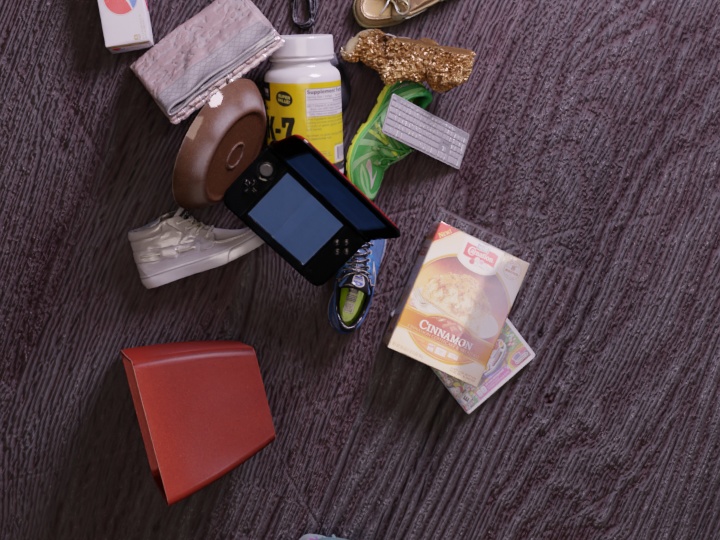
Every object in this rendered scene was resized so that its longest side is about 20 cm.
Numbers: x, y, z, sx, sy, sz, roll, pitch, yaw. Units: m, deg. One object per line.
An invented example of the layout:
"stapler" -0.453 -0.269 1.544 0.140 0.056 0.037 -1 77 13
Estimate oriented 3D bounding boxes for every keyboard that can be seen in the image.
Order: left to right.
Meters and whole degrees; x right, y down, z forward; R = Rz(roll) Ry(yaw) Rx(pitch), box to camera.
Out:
"keyboard" 0.098 -0.202 1.506 0.198 0.011 0.057 17 85 -49

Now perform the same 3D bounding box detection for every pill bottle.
"pill bottle" -0.082 -0.236 1.477 0.112 0.114 0.204 -4 105 -6

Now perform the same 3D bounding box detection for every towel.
"towel" -0.221 -0.309 1.448 0.199 0.191 0.032 -37 132 -3

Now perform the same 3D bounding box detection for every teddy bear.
"teddy bear" 0.067 -0.307 1.500 0.196 0.146 0.068 9 114 -4

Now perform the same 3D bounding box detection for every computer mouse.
"computer mouse" -0.060 -0.335 1.531 0.058 0.034 0.203 -19 95 -4

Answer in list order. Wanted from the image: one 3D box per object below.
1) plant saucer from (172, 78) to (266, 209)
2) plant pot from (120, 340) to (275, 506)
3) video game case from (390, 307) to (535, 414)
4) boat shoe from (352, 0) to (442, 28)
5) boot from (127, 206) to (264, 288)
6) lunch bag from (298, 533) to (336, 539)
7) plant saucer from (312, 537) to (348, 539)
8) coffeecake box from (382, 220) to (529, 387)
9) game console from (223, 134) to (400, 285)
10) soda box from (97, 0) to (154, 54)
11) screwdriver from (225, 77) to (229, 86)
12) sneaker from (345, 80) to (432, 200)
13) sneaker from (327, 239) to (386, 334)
"plant saucer" -0.186 -0.167 1.423 0.036 0.200 0.203 30 89 16
"plant pot" -0.230 0.196 1.472 0.173 0.199 0.204 -15 95 -17
"video game case" 0.160 0.101 1.591 0.143 0.018 0.201 -39 97 -3
"boat shoe" 0.081 -0.421 1.527 0.197 0.063 0.074 -24 97 -4
"boot" -0.243 -0.050 1.505 0.197 0.074 0.097 -20 102 -4
"lunch bag" -0.031 0.499 1.562 0.197 0.077 0.163 23 91 -7
"plant saucer" -0.046 0.499 1.509 0.196 0.027 0.205 0 93 -7
"coffeecake box" 0.142 0.049 1.540 0.151 0.073 0.203 24 90 -6
"game console" -0.071 -0.076 1.405 0.200 0.119 0.172 42 105 -17
"soda box" -0.350 -0.423 1.476 0.067 0.064 0.204 -10 95 -6
"screwdriver" -0.185 -0.215 1.452 0.027 0.201 0.030 1 58 -4
"sneaker" 0.043 -0.194 1.519 0.074 0.083 0.203 24 91 -51
"sneaker" 0.000 0.000 1.526 0.077 0.089 0.204 8 96 -8
